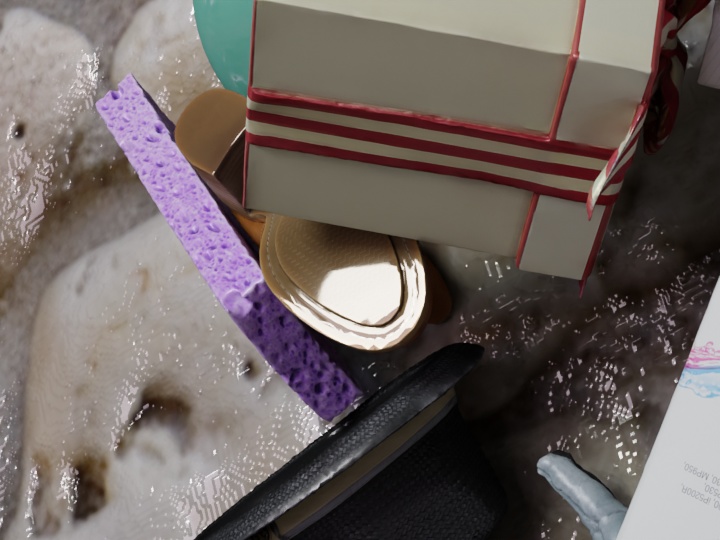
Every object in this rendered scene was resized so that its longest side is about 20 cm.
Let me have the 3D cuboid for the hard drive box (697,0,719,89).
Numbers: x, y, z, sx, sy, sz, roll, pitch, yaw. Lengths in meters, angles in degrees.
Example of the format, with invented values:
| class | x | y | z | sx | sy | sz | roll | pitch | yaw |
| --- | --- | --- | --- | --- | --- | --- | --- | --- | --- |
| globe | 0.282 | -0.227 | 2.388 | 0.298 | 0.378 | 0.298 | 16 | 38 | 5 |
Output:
| class | x | y | z | sx | sy | sz | roll | pitch | yaw |
| --- | --- | --- | --- | --- | --- | --- | --- | --- | --- |
| hard drive box | 0.259 | -0.127 | 0.912 | 0.199 | 0.077 | 0.157 | 17 | 100 | 22 |

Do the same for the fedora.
| class | x | y | z | sx | sy | sz | roll | pitch | yaw |
| --- | --- | --- | --- | --- | --- | --- | --- | --- | --- |
| fedora | 0.002 | 0.125 | 1.086 | 0.200 | 0.201 | 0.092 | -38 | 90 | 26 |

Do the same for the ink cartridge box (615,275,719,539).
| class | x | y | z | sx | sy | sz | roll | pitch | yaw |
| --- | --- | --- | --- | --- | --- | --- | --- | --- | --- |
| ink cartridge box | 0.225 | 0.060 | 0.897 | 0.144 | 0.145 | 0.201 | 24 | 93 | 41 |

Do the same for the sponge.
| class | x | y | z | sx | sy | sz | roll | pitch | yaw |
| --- | --- | --- | --- | --- | --- | --- | --- | --- | --- |
| sponge | -0.071 | -0.014 | 1.166 | 0.030 | 0.112 | 0.200 | -38 | 44 | 2 |

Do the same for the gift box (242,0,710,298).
| class | x | y | z | sx | sy | sz | roll | pitch | yaw |
| --- | --- | --- | --- | --- | --- | --- | --- | --- | --- |
| gift box | 0.052 | -0.099 | 0.949 | 0.185 | 0.185 | 0.202 | 9 | 64 | 1 |

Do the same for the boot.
| class | x | y | z | sx | sy | sz | roll | pitch | yaw |
| --- | --- | --- | --- | --- | --- | --- | --- | --- | --- |
| boot | 0.000 | 0.000 | 1.093 | 0.077 | 0.155 | 0.200 | -51 | 48 | -3 |

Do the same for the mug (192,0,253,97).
| class | x | y | z | sx | sy | sz | roll | pitch | yaw |
| --- | --- | --- | --- | --- | --- | --- | --- | --- | --- |
| mug | -0.002 | -0.147 | 1.158 | 0.114 | 0.184 | 0.153 | -10 | 95 | 45 |

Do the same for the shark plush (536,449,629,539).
| class | x | y | z | sx | sy | sz | roll | pitch | yaw |
| --- | --- | --- | --- | --- | --- | --- | --- | --- | --- |
| shark plush | 0.147 | 0.149 | 0.979 | 0.091 | 0.083 | 0.201 | -39 | 56 | 25 |
